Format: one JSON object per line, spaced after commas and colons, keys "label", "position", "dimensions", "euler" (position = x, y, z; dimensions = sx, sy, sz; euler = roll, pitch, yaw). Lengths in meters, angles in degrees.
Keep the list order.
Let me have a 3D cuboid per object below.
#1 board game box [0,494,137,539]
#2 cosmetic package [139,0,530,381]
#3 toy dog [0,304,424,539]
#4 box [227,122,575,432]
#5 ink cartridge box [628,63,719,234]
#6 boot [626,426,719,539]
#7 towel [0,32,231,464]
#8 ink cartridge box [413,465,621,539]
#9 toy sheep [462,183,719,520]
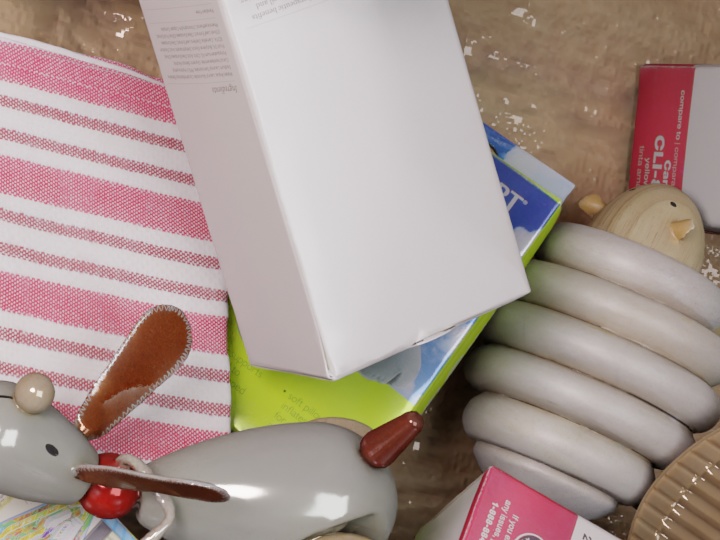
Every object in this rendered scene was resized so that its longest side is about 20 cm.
{"label": "board game box", "position": [-0.180, 0.164, 1.215], "dimensions": [0.200, 0.134, 0.034], "euler": [-40, 155, -13]}
{"label": "cosmetic package", "position": [-0.015, -0.066, 1.242], "dimensions": [0.107, 0.085, 0.201], "euler": [-21, 103, -27]}
{"label": "toy dog", "position": [-0.054, 0.076, 1.182], "dimensions": [0.199, 0.132, 0.097], "euler": [2, 134, -39]}
{"label": "box", "position": [0.000, 0.000, 1.341], "dimensions": [0.122, 0.048, 0.200], "euler": [35, 74, 4]}
{"label": "ink cartridge box", "position": [0.245, -0.050, 1.423], "dimensions": [0.144, 0.200, 0.084], "euler": [7, 90, -31]}
{"label": "boot", "position": [0.182, 0.140, 1.417], "dimensions": [0.200, 0.072, 0.166], "euler": [-55, 156, 19]}
{"label": "towel", "position": [-0.122, -0.002, 1.262], "dimensions": [0.146, 0.030, 0.201], "euler": [14, 61, -32]}
{"label": "ink cartridge box", "position": [0.103, 0.202, 1.270], "dimensions": [0.199, 0.084, 0.145], "euler": [30, 54, -9]}
{"label": "toy sheep", "position": [0.111, 0.052, 1.395], "dimensions": [0.137, 0.138, 0.201], "euler": [25, 80, -30]}
